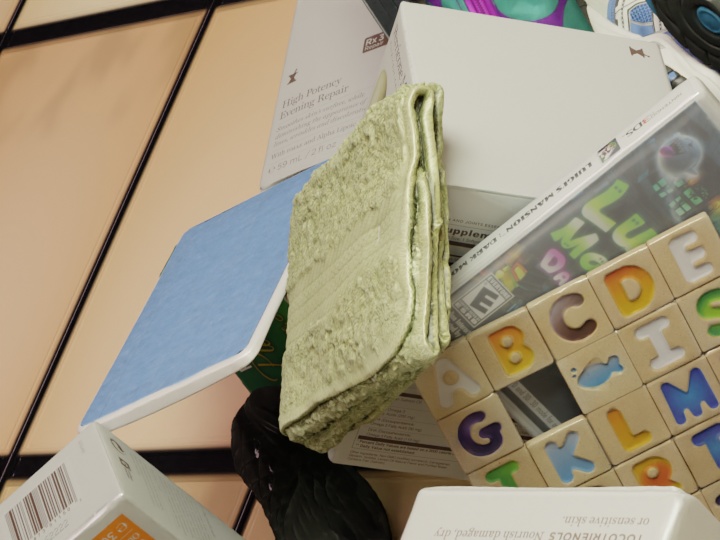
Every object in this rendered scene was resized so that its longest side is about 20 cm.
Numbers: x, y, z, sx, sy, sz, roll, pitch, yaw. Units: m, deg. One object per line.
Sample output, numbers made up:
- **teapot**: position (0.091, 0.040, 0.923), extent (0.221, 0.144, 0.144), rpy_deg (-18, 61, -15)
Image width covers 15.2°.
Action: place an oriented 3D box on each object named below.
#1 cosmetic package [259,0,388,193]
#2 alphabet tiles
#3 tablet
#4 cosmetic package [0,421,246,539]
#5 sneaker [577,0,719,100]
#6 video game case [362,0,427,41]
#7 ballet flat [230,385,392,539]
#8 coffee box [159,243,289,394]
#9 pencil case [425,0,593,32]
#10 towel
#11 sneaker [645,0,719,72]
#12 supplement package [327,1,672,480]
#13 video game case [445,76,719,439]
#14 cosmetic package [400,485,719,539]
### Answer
- **cosmetic package**: position (0.005, -0.125, 1.754), extent (0.101, 0.074, 0.201), rpy_deg (-20, 45, 32)
- **alphabet tiles**: position (0.148, 0.070, 1.342), extent (0.199, 0.168, 0.008), rpy_deg (-27, 21, 7)
- **tablet**: position (-0.079, 0.013, 1.504), extent (0.130, 0.014, 0.200), rpy_deg (-25, 24, 31)
- **cosmetic package**: position (-0.109, 0.183, 1.476), extent (0.101, 0.200, 0.071), rpy_deg (-42, 36, 9)
- **sneaker**: position (0.176, -0.133, 1.599), extent (0.077, 0.076, 0.200), rpy_deg (-35, 37, -12)
- **video game case**: position (0.040, -0.137, 1.609), extent (0.019, 0.200, 0.143), rpy_deg (-29, 33, 12)
- **ballet flat**: position (-0.026, 0.142, 1.571), extent (0.066, 0.057, 0.200), rpy_deg (-7, 36, -16)
- **coffee box**: position (-0.008, -0.002, 1.607), extent (0.200, 0.123, 0.044), rpy_deg (-28, 23, 27)
- **pencil case**: position (0.092, -0.128, 1.554), extent (0.085, 0.201, 0.092), rpy_deg (-24, 12, 28)
- **towel**: position (0.000, 0.000, 1.344), extent (0.200, 0.036, 0.149), rpy_deg (136, 137, -65)
- **sneaker**: position (0.237, -0.142, 1.483), extent (0.200, 0.073, 0.082), rpy_deg (35, 72, 14)
- **supplement package**: position (0.072, -0.010, 1.438), extent (0.152, 0.150, 0.200), rpy_deg (-98, 22, -47)
- **video game case**: position (0.154, 0.026, 1.351), extent (0.182, 0.200, 0.023), rpy_deg (-39, 29, 13)
- **cosmetic package**: position (0.100, 0.226, 1.249), extent (0.166, 0.167, 0.201), rpy_deg (-4, 55, 43)
